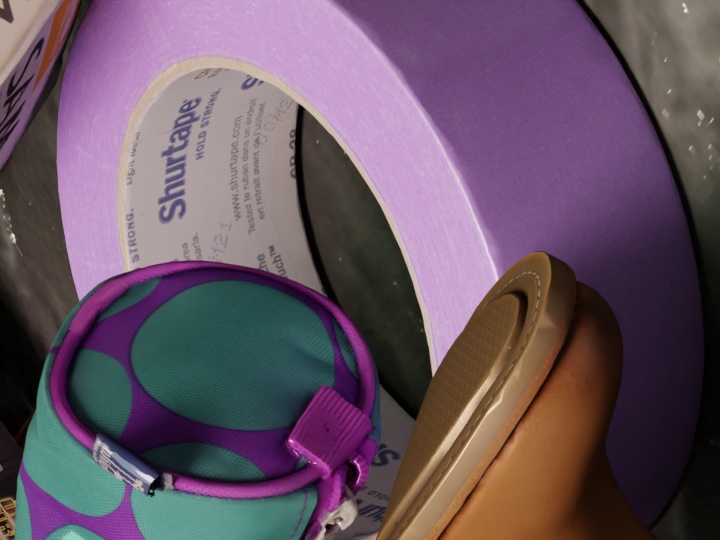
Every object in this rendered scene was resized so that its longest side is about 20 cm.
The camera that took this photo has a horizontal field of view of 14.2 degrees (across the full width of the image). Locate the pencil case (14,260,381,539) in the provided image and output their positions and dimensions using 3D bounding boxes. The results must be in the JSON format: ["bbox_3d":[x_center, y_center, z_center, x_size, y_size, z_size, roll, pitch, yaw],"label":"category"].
[{"bbox_3d":[-0.049,0.099,0.769,0.092,0.085,0.200,32,134,26],"label":"pencil case"}]

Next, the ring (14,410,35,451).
[{"bbox_3d":[-0.064,0.134,0.970,0.200,0.019,0.201,22,119,46],"label":"ring"}]

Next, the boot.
[{"bbox_3d":[0.075,0.092,0.669,0.155,0.077,0.200,19,127,3],"label":"boot"}]

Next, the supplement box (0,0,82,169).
[{"bbox_3d":[-0.175,-0.098,0.777,0.200,0.074,0.126,33,159,-1],"label":"supplement box"}]

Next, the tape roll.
[{"bbox_3d":[0.000,0.000,0.782,0.200,0.066,0.200,29,129,42],"label":"tape roll"}]

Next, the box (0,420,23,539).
[{"bbox_3d":[-0.165,0.120,1.022,0.199,0.050,0.200,55,140,14],"label":"box"}]
